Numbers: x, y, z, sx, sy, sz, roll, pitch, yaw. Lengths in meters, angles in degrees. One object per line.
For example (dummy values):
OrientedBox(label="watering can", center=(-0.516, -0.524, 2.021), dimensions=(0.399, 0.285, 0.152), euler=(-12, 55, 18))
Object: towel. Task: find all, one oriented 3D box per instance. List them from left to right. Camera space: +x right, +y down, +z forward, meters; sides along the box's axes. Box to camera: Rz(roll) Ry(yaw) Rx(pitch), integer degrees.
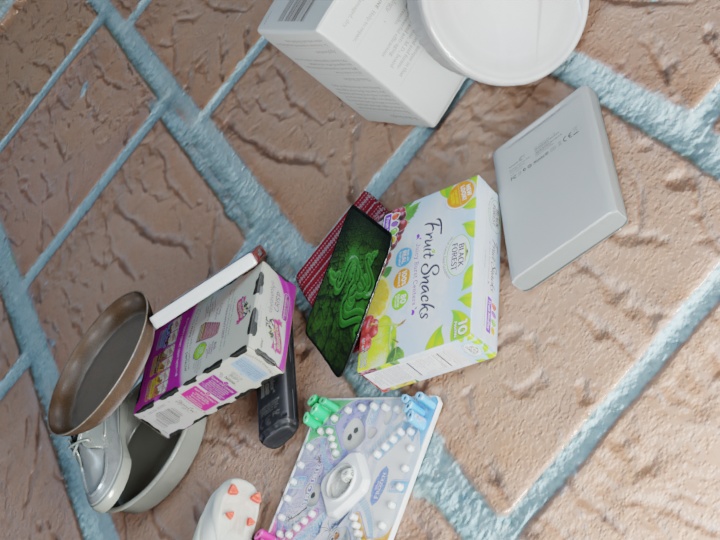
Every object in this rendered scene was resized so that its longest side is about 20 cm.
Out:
OrientedBox(label="towel", center=(0.000, 0.000, 1.682), dimensions=(0.145, 0.022, 0.200), euler=(-50, 30, 7))

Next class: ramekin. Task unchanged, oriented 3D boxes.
OrientedBox(label="ramekin", center=(0.144, -0.301, 1.620), dimensions=(0.203, 0.202, 0.094), euler=(-59, 18, -7))

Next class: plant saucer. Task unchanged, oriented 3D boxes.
OrientedBox(label="plant saucer", center=(-0.307, 0.117, 1.770), dimensions=(0.200, 0.032, 0.201), euler=(-41, 28, 27))

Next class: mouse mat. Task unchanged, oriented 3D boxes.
OrientedBox(label="mouse mat", center=(-0.016, 0.018, 1.594), dimensions=(0.200, 0.008, 0.161), euler=(-138, 68, -71))

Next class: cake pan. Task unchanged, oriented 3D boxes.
OrientedBox(label="cake pan", center=(-0.260, 0.214, 1.816), dimensions=(0.200, 0.037, 0.201), euler=(-35, 36, 30))

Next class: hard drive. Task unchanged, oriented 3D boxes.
OrientedBox(label="hard drive", center=(0.198, -0.086, 1.487), dimensions=(0.132, 0.026, 0.200), euler=(-37, 35, 28))

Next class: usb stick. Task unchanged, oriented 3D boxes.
OrientedBox(label="usb stick", center=(-0.097, 0.119, 1.688), dimensions=(0.055, 0.033, 0.200), euler=(-37, 35, 23))

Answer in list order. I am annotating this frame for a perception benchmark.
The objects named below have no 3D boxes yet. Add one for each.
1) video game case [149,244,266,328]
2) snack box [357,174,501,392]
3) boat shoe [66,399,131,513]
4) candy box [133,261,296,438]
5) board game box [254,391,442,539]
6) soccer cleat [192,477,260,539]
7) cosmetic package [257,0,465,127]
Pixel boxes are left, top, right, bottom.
OrientedBox(label="video game case", center=(-0.183, 0.017, 1.795), dimensions=(0.143, 0.017, 0.200), euler=(-33, 4, 1))
OrientedBox(label="snack box", center=(0.073, 0.013, 1.513), dimensions=(0.142, 0.053, 0.201), euler=(-20, 48, 31))
OrientedBox(label="boat shoe", center=(-0.330, 0.212, 1.807), dimensions=(0.070, 0.071, 0.201), euler=(-42, 33, 21))
OrientedBox(label="candy box", center=(-0.169, 0.094, 1.716), dimensions=(0.200, 0.061, 0.137), euler=(-31, 35, 33))
OrientedBox(label="board game box", center=(-0.021, 0.215, 1.495), dimensions=(0.200, 0.026, 0.201), euler=(-7, 54, 51))
OrientedBox(label="soccer cleat", center=(-0.155, 0.317, 1.552), dimensions=(0.078, 0.069, 0.201), euler=(-38, 30, 56))
OrientedBox(label="cosmetic package", center=(0.021, -0.297, 1.769), dimensions=(0.167, 0.200, 0.167), euler=(-59, 30, -9))
